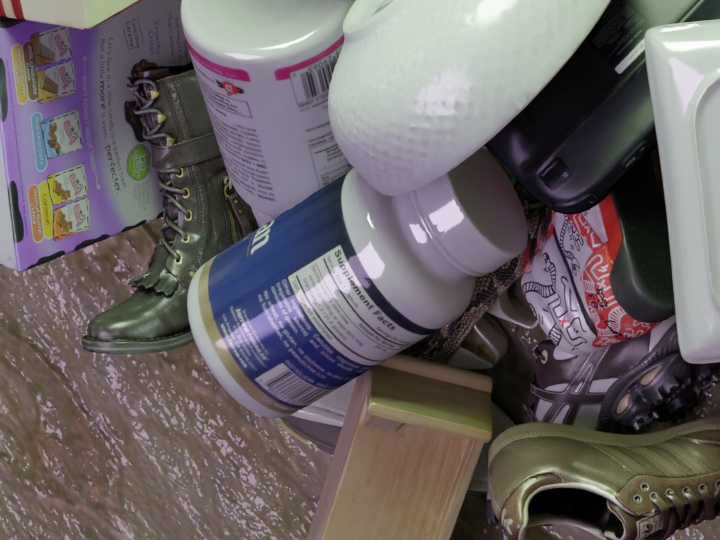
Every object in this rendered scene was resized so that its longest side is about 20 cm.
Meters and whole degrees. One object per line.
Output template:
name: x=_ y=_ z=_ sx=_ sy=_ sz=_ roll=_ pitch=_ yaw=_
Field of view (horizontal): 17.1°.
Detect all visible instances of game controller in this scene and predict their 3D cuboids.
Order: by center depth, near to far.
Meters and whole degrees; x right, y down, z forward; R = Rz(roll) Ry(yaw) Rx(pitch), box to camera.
game controller: x=0.155 y=-0.128 z=1.367 sx=0.200 sy=0.042 sz=0.104 roll=-45 pitch=56 yaw=4

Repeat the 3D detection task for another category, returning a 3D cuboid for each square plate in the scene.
square plate: x=0.265 y=-0.046 z=1.320 sx=0.198 sy=0.028 sz=0.200 roll=-5 pitch=106 yaw=11

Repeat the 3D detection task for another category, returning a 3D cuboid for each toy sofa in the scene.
toy sofa: x=0.021 y=0.149 z=1.546 sx=0.082 sy=0.098 sz=0.201 roll=14 pitch=116 yaw=-5

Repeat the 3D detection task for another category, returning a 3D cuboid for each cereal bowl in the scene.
cereal bowl: x=0.052 y=-0.142 z=1.358 sx=0.083 sy=0.201 sz=0.200 roll=44 pitch=135 yaw=-16

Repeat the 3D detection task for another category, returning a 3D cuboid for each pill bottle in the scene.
pill bottle: x=0.000 y=0.000 z=1.460 sx=0.199 sy=0.111 sz=0.112 roll=-31 pitch=87 yaw=27
pill bottle: x=-0.039 y=-0.104 z=1.508 sx=0.113 sy=0.113 sz=0.201 roll=25 pitch=148 yaw=30

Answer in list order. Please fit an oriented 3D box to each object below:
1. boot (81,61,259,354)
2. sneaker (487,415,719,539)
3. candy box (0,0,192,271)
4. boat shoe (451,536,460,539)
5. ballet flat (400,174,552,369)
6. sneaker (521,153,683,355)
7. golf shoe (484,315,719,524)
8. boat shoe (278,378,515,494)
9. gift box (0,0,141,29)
boot: x=-0.124 y=-0.051 z=1.597 sx=0.069 sy=0.199 sz=0.175 roll=9 pitch=121 yaw=51
sneaker: x=0.176 y=0.138 z=1.436 sx=0.198 sy=0.076 sz=0.071 roll=-1 pitch=134 yaw=1
candy box: x=-0.184 y=-0.111 z=1.605 sx=0.071 sy=0.199 sz=0.169 roll=14 pitch=116 yaw=41
boat shoe: x=0.091 y=0.256 z=1.621 sx=0.200 sy=0.071 sz=0.063 roll=41 pitch=131 yaw=14
ballet flat: x=0.080 y=0.019 z=1.542 sx=0.075 sy=0.068 sz=0.200 roll=33 pitch=129 yaw=-8
sneaker: x=0.131 y=-0.051 z=1.436 sx=0.108 sy=0.067 sz=0.203 roll=-35 pitch=62 yaw=50
golf shoe: x=0.139 y=0.083 z=1.513 sx=0.200 sy=0.078 sz=0.095 roll=-45 pitch=68 yaw=31
boat shoe: x=0.024 y=0.104 z=1.617 sx=0.201 sy=0.072 sz=0.060 roll=20 pitch=157 yaw=19
gift box: x=-0.176 y=-0.275 z=1.497 sx=0.199 sy=0.184 sz=0.188 roll=8 pitch=123 yaw=33
